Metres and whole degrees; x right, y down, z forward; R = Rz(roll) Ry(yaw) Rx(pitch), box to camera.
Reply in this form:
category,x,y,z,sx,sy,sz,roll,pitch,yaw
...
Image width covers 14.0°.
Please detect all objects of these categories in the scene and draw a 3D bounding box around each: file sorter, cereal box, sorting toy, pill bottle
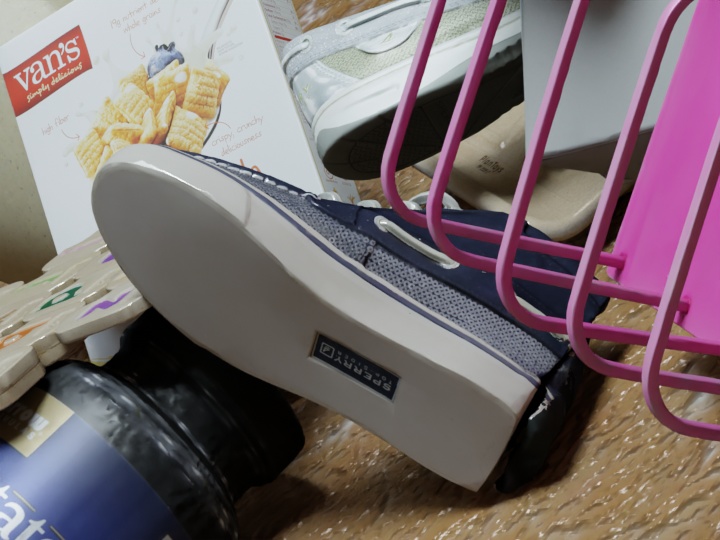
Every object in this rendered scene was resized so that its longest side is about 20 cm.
category,x,y,z,sx,sy,sz,roll,pitch,yaw
file sorter,0.108,-0.038,0.939,0.200,0.125,0.140,39,114,58
cereal box,-0.077,-0.041,1.320,0.143,0.201,0.039,-28,-18,26
sorting toy,0.119,-0.090,1.288,0.200,0.037,0.185,-38,24,-7
pill bottle,-0.120,0.108,1.159,0.200,0.112,0.112,-44,21,-17

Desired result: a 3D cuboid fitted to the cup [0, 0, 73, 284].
category,x,y,z,sx,sy,sz,roll,pitch,yaw
cup,-0.121,-0.061,1.459,0.200,0.201,0.143,-41,47,-11

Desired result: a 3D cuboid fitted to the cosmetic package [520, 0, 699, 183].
category,x,y,z,sx,sy,sz,roll,pitch,yaw
cosmetic package,0.161,-0.089,1.091,0.199,0.106,0.091,-9,78,48

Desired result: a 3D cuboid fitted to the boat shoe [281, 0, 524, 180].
category,x,y,z,sx,sy,sz,roll,pitch,yaw
boat shoe,0.065,-0.108,1.220,0.201,0.074,0.065,-27,65,4

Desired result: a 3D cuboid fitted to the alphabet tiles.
category,x,y,z,sx,sy,sz,roll,pitch,yaw
alphabet tiles,-0.131,0.020,1.215,0.195,0.015,0.200,-20,15,35

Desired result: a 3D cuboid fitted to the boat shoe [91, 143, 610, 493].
category,x,y,z,sx,sy,sz,roll,pitch,yaw
boat shoe,0.000,0.000,1.114,0.093,0.200,0.075,-49,-11,-44
